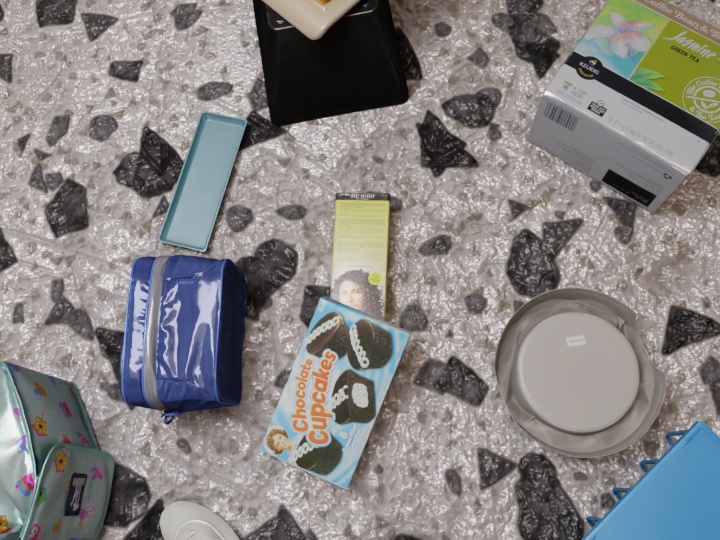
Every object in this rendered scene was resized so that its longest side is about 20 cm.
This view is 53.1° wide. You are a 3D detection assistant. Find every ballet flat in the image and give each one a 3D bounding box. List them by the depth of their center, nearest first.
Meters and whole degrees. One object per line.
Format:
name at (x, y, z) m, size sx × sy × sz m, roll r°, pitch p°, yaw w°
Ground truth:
ballet flat at (-0.161, 0.343, 0.831) m, size 0.200 × 0.069 × 0.069 m, roll 42°, pitch 81°, yaw 14°

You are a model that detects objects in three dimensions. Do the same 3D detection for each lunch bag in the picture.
lunch bag at (-0.373, 0.220, 0.823) m, size 0.122 × 0.170 × 0.200 m, roll -30°, pitch 71°, yaw -3°
lunch bag at (-0.218, 0.084, 0.872) m, size 0.132 × 0.136 × 0.200 m, roll 0°, pitch 75°, yaw 4°

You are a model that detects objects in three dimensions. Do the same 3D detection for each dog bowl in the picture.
dog bowl at (0.259, 0.124, 0.871) m, size 0.200 × 0.059 × 0.200 m, roll -1°, pitch 74°, yaw 3°

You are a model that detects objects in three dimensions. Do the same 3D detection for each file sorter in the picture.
file sorter at (0.336, 0.289, 0.786) m, size 0.200 × 0.123 × 0.139 m, roll -42°, pitch 75°, yaw -9°

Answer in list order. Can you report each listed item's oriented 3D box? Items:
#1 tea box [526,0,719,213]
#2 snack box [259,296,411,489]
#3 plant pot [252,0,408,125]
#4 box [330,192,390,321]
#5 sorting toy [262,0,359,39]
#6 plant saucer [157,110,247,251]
tea box at (0.357, -0.220, 0.924) m, size 0.200 × 0.134 × 0.197 m, roll 33°, pitch 78°, yaw 12°
snack box at (-0.030, 0.145, 0.863) m, size 0.116 × 0.037 × 0.200 m, roll 22°, pitch 94°, yaw 7°
plant pot at (-0.051, -0.338, 0.961) m, size 0.200 × 0.177 × 0.200 m, roll -10°, pitch 73°, yaw 1°
box at (0.000, 0.000, 0.927) m, size 0.075 × 0.050 × 0.200 m, roll 0°, pitch 74°, yaw 4°
sorting toy at (-0.050, -0.398, 0.868) m, size 0.185 × 0.036 × 0.200 m, roll 42°, pitch 81°, yaw 13°
plant saucer at (-0.215, -0.123, 0.992) m, size 0.070 × 0.019 × 0.200 m, roll 13°, pitch 76°, yaw 7°
